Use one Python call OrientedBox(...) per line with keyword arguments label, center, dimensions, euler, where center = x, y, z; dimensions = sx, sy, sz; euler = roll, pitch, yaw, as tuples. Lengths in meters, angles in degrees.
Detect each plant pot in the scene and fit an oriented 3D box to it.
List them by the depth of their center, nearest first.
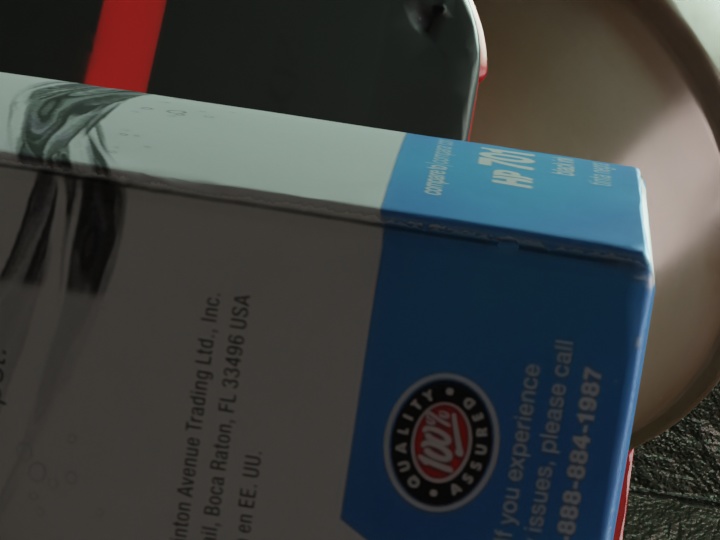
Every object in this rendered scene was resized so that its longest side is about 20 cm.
OrientedBox(label="plant pot", center=(0.000, 0.000, 0.787), dimensions=(0.174, 0.200, 0.200), euler=(-49, 152, -48))

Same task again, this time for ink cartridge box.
OrientedBox(label="ink cartridge box", center=(-0.057, 0.043, 0.517), dimensions=(0.086, 0.199, 0.147), euler=(-68, 166, -75))

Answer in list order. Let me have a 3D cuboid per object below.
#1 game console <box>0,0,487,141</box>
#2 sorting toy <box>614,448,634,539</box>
OrientedBox(label="game console", center=(-0.061, -0.009, 0.642), dimensions=(0.031, 0.176, 0.201), euler=(-30, -135, 58))
OrientedBox(label="sorting toy", center=(0.037, 0.013, 1.011), dimensions=(0.200, 0.069, 0.199), euler=(176, -77, -67))
